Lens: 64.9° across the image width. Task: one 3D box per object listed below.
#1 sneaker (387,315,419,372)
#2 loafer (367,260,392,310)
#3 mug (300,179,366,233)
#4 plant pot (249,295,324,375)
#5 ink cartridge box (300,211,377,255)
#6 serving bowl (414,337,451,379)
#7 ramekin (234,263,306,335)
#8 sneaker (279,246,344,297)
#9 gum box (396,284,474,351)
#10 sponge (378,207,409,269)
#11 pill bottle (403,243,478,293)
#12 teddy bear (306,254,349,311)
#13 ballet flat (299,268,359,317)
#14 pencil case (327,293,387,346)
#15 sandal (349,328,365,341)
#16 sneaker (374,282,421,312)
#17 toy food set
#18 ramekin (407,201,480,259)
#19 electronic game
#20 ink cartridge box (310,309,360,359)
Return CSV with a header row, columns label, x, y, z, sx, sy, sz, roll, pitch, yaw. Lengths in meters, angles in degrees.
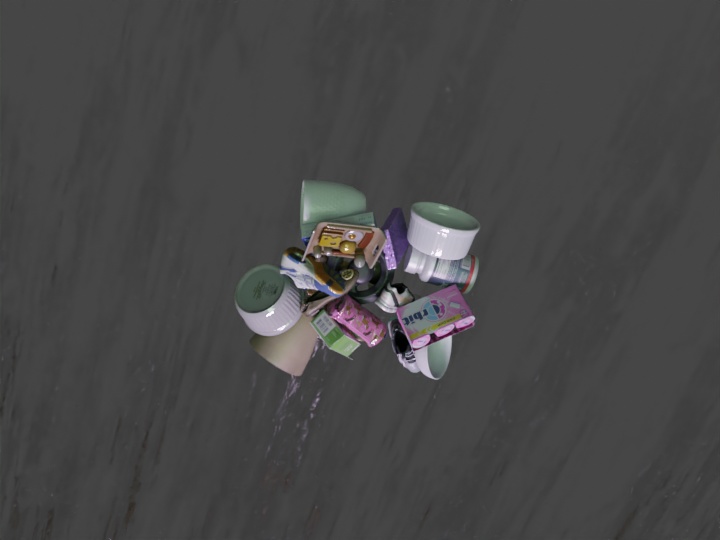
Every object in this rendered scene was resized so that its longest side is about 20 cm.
label,x,y,z,sx,sy,sz,roll,pitch,yaw
sneaker,0.137,0.249,1.726,0.077,0.140,0.201,-25,106,8
loafer,0.053,0.037,1.694,0.075,0.068,0.201,-21,107,6
mug,-0.081,-0.157,1.603,0.173,0.149,0.201,2,138,-10
plant pot,-0.198,0.177,1.691,0.187,0.187,0.201,34,91,-11
ink cartridge box,-0.053,-0.097,1.527,0.198,0.045,0.094,-10,150,8
serving bowl,0.211,0.222,1.710,0.065,0.200,0.202,3,111,30
ramekin,-0.265,0.074,1.622,0.199,0.201,0.105,-23,144,6
sneaker,-0.133,0.019,1.555,0.199,0.075,0.089,35,125,11
gum box,0.215,0.131,1.600,0.198,0.114,0.066,-23,145,-2
sponge,0.097,-0.094,1.587,0.030,0.200,0.113,-9,111,19
pill bottle,0.233,-0.015,1.655,0.198,0.120,0.121,16,107,-6
teddy bear,-0.096,0.025,1.662,0.143,0.067,0.202,-10,92,1
ballet flat,-0.090,0.057,1.579,0.199,0.068,0.046,-36,124,10
pencil case,-0.010,0.141,1.622,0.083,0.086,0.200,-49,124,0
sandal,-0.026,0.120,1.724,0.080,0.054,0.201,-26,97,-1
sneaker,0.129,0.080,1.660,0.074,0.199,0.080,39,110,32
toy food set,-0.045,-0.058,1.491,0.198,0.061,0.144,5,147,-17
ramekin,0.225,-0.110,1.587,0.198,0.201,0.099,13,114,-5
electronic game,0.000,0.000,1.627,0.198,0.042,0.202,-1,104,-4
ink cartridge box,-0.063,0.191,1.669,0.059,0.200,0.104,-42,64,2
